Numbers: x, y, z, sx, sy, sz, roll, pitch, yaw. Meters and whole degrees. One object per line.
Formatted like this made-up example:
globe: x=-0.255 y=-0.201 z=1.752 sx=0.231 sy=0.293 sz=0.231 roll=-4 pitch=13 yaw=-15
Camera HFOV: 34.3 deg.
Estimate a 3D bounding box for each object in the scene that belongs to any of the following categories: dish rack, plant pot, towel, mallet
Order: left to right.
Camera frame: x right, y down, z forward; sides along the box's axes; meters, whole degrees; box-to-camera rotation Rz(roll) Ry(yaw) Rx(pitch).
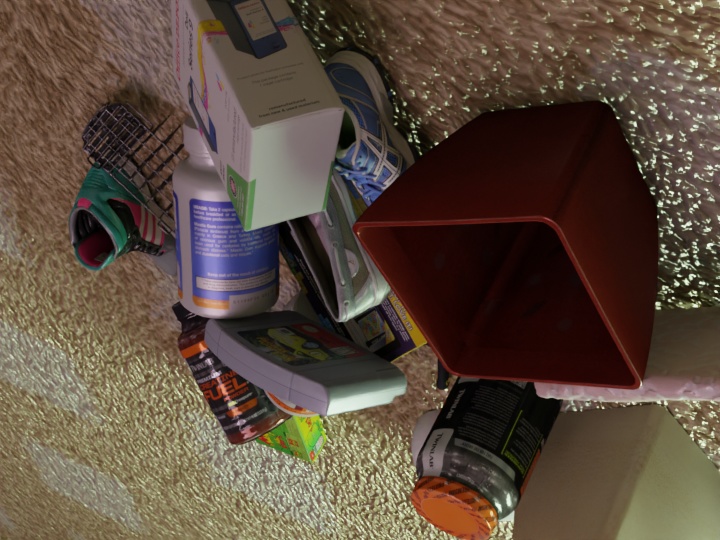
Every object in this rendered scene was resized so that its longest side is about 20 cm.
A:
dish rack: x=-0.222 y=-0.115 z=1.331 sx=0.200 sy=0.055 sz=0.153 roll=42 pitch=146 yaw=-13
mallet: x=0.091 y=0.098 z=1.340 sx=0.041 sy=0.066 sz=0.201 roll=23 pitch=148 yaw=16
plant pot: x=0.148 y=-0.035 z=1.003 sx=0.199 sy=0.177 sz=0.200 roll=0 pitch=137 yaw=40
plant pot: x=0.290 y=0.291 z=1.331 sx=0.200 sy=0.178 sz=0.199 roll=46 pitch=145 yaw=-23
towel: x=0.285 y=0.073 z=1.034 sx=0.199 sy=0.190 sz=0.032 roll=-7 pitch=102 yaw=47

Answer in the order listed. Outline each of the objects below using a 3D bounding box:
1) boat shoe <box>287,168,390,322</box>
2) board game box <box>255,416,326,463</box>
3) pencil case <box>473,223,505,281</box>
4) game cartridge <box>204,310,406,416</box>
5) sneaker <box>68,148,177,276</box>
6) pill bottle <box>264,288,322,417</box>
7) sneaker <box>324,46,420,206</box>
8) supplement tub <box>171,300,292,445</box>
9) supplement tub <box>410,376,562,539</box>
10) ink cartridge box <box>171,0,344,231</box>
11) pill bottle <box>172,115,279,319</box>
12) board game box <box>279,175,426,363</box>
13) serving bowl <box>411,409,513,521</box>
boat shoe: x=-0.045 y=-0.047 z=1.141 sx=0.203 sy=0.065 sz=0.074 roll=61 pitch=145 yaw=2
board game box: x=-0.119 y=0.189 z=1.665 sx=0.101 sy=0.048 sz=0.201 roll=16 pitch=145 yaw=24
pencil case: x=0.131 y=0.014 z=1.179 sx=0.078 sy=0.087 sz=0.200 roll=-18 pitch=130 yaw=15
game cartridge: x=-0.065 y=0.091 z=1.205 sx=0.199 sy=0.133 sz=0.041 roll=25 pitch=114 yaw=41
sneaker: x=-0.287 y=-0.036 z=1.427 sx=0.083 sy=0.121 sz=0.201 roll=4 pitch=140 yaw=36
pill bottle: x=-0.050 y=0.090 z=1.406 sx=0.114 sy=0.115 sz=0.200 roll=30 pitch=149 yaw=2
sneaker: x=0.005 y=-0.103 z=1.091 sx=0.075 sy=0.077 sz=0.201 roll=-7 pitch=118 yaw=44
supplement tub: x=-0.169 y=0.118 z=1.519 sx=0.107 sy=0.107 sz=0.201 roll=-24 pitch=96 yaw=53
supplement tub: x=0.140 y=0.190 z=1.297 sx=0.122 sy=0.201 sz=0.123 roll=22 pitch=147 yaw=15
ink cartridge box: x=-0.097 y=-0.161 z=1.029 sx=0.146 sy=0.087 sz=0.201 roll=104 pitch=146 yaw=-56
pill bottle: x=-0.140 y=-0.061 z=1.226 sx=0.111 sy=0.112 sz=0.201 roll=14 pitch=115 yaw=27
board game box: x=0.000 y=0.000 z=1.224 sx=0.201 sy=0.057 sz=0.165 roll=60 pitch=145 yaw=3
serving bowl: x=0.150 y=0.268 z=1.527 sx=0.199 sy=0.066 sz=0.201 roll=21 pitch=146 yaw=15
